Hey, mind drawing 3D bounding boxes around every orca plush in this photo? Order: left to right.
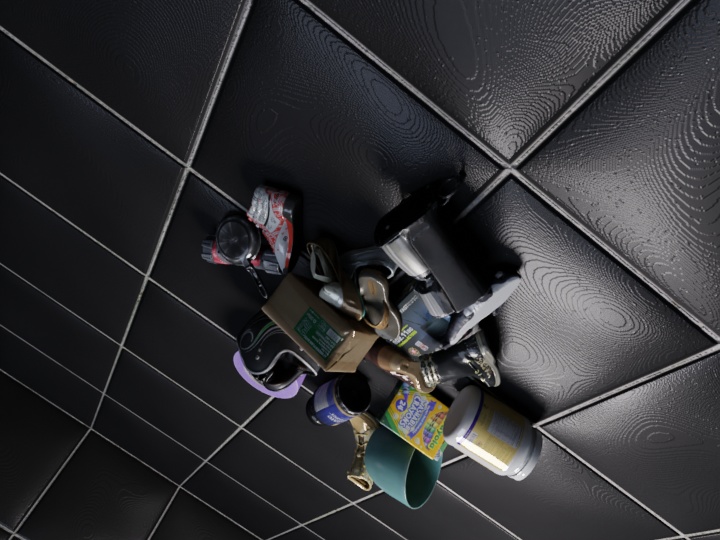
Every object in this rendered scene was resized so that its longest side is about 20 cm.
[{"bbox_3d":[0.215,0.059,1.161,0.202,0.103,0.072,-57,50,30],"label":"orca plush"}]

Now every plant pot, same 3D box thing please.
[{"bbox_3d":[0.106,0.503,1.622,0.158,0.202,0.204,10,138,36],"label":"plant pot"}]

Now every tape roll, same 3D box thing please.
[{"bbox_3d":[-0.239,0.248,1.639,0.195,0.086,0.203,16,138,15],"label":"tape roll"}]

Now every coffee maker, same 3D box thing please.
[{"bbox_3d":[0.148,-0.035,1.074,0.189,0.136,0.201,-21,121,42],"label":"coffee maker"}]

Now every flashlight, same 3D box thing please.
[{"bbox_3d":[-0.263,-0.038,1.375,0.194,0.067,0.070,9,100,19],"label":"flashlight"}]

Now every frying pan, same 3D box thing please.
[{"bbox_3d":[-0.268,-0.031,1.335,0.111,0.031,0.197,-3,96,18],"label":"frying pan"}]

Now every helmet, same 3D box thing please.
[{"bbox_3d":[-0.182,0.178,1.448,0.187,0.201,0.203,-28,125,-2],"label":"helmet"}]

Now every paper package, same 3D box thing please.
[{"bbox_3d":[-0.080,0.111,1.277,0.199,0.104,0.190,40,-174,21],"label":"paper package"}]

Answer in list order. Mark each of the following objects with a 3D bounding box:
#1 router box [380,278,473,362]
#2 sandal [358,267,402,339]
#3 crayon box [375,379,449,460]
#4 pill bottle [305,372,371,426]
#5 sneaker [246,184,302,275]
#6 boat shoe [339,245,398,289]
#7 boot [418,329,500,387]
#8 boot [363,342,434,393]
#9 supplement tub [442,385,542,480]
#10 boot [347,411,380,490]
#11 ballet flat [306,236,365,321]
[{"bbox_3d":[0.135,0.106,1.284,0.148,0.063,0.201,34,140,-4],"label":"router box"},{"bbox_3d":[0.034,0.079,1.220,0.079,0.055,0.203,8,141,19],"label":"sandal"},{"bbox_3d":[0.152,0.368,1.494,0.198,0.127,0.052,35,173,-9],"label":"crayon box"},{"bbox_3d":[-0.065,0.350,1.619,0.111,0.113,0.199,39,140,-12],"label":"pill bottle"},{"bbox_3d":[-0.180,-0.087,1.271,0.105,0.068,0.205,20,136,12],"label":"sneaker"},{"bbox_3d":[0.001,0.001,1.247,0.198,0.072,0.070,-20,121,42],"label":"boat shoe"},{"bbox_3d":[0.208,0.203,1.267,0.150,0.075,0.205,-21,144,8],"label":"boot"},{"bbox_3d":[0.082,0.214,1.435,0.164,0.074,0.199,20,168,44],"label":"boot"},{"bbox_3d":[0.303,0.375,1.398,0.197,0.147,0.146,31,141,-3],"label":"supplement tub"},{"bbox_3d":[0.002,0.499,1.699,0.071,0.157,0.203,-2,131,31],"label":"boot"},{"bbox_3d":[-0.059,0.016,1.216,0.068,0.071,0.204,-50,55,43],"label":"ballet flat"}]
